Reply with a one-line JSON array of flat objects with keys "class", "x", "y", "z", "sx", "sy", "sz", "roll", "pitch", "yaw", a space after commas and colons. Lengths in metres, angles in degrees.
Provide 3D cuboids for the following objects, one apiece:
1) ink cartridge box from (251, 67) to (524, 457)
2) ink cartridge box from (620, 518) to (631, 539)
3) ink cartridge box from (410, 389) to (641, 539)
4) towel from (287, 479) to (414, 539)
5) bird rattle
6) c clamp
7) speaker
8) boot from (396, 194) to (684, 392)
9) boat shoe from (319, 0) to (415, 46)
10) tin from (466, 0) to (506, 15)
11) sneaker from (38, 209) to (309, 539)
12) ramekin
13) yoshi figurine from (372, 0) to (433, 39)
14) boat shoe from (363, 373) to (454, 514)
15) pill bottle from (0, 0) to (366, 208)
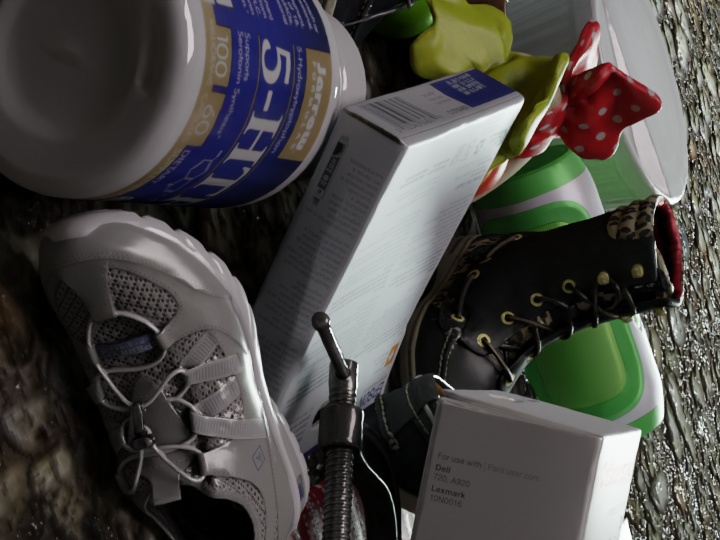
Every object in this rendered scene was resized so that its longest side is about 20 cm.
[{"class": "ink cartridge box", "x": 0.000, "y": 0.000, "z": 0.974, "sx": 0.201, "sy": 0.040, "sz": 0.199, "roll": -65, "pitch": 166, "yaw": 19}, {"class": "ink cartridge box", "x": 0.130, "y": 0.267, "z": 1.143, "sx": 0.145, "sy": 0.084, "sz": 0.202, "roll": -13, "pitch": 88, "yaw": -66}, {"class": "ink cartridge box", "x": 0.071, "y": 0.164, "z": 0.926, "sx": 0.146, "sy": 0.084, "sz": 0.202, "roll": 9, "pitch": 92, "yaw": -74}, {"class": "towel", "x": 0.003, "y": 0.176, "z": 0.994, "sx": 0.200, "sy": 0.022, "sz": 0.146, "roll": -15, "pitch": 90, "yaw": -67}, {"class": "bird rattle", "x": 0.075, "y": -0.095, "z": 1.150, "sx": 0.113, "sy": 0.163, "sz": 0.200, "roll": 56, "pitch": 20, "yaw": 15}, {"class": "c clamp", "x": -0.008, "y": 0.140, "z": 0.900, "sx": 0.171, "sy": 0.027, "sz": 0.202, "roll": 53, "pitch": 35, "yaw": -67}, {"class": "speaker", "x": 0.143, "y": 0.020, "z": 1.311, "sx": 0.201, "sy": 0.088, "sz": 0.088, "roll": 69, "pitch": 25, "yaw": -12}, {"class": "boot", "x": 0.111, "y": 0.030, "z": 1.151, "sx": 0.074, "sy": 0.153, "sz": 0.204, "roll": 61, "pitch": 28, "yaw": -27}, {"class": "boat shoe", "x": 0.012, "y": -0.170, "z": 1.060, "sx": 0.075, "sy": 0.062, "sz": 0.201, "roll": -91, "pitch": -158, "yaw": -82}, {"class": "tin", "x": 0.073, "y": -0.160, "z": 1.230, "sx": 0.112, "sy": 0.042, "sz": 0.201, "roll": -87, "pitch": 174, "yaw": -53}, {"class": "sneaker", "x": -0.077, "y": 0.061, "z": 0.819, "sx": 0.201, "sy": 0.074, "sz": 0.082, "roll": 60, "pitch": 26, "yaw": -32}, {"class": "ramekin", "x": 0.173, "y": -0.136, "z": 1.458, "sx": 0.202, "sy": 0.094, "sz": 0.204, "roll": 45, "pitch": 38, "yaw": -50}, {"class": "yoshi figurine", "x": -0.001, "y": -0.212, "z": 1.120, "sx": 0.200, "sy": 0.112, "sz": 0.113, "roll": 53, "pitch": 44, "yaw": -44}, {"class": "boat shoe", "x": 0.076, "y": 0.109, "z": 1.057, "sx": 0.200, "sy": 0.068, "sz": 0.072, "roll": 28, "pitch": 23, "yaw": -44}, {"class": "pill bottle", "x": -0.078, "y": -0.088, "z": 0.850, "sx": 0.200, "sy": 0.119, "sz": 0.121, "roll": -1, "pitch": 77, "yaw": -65}]
